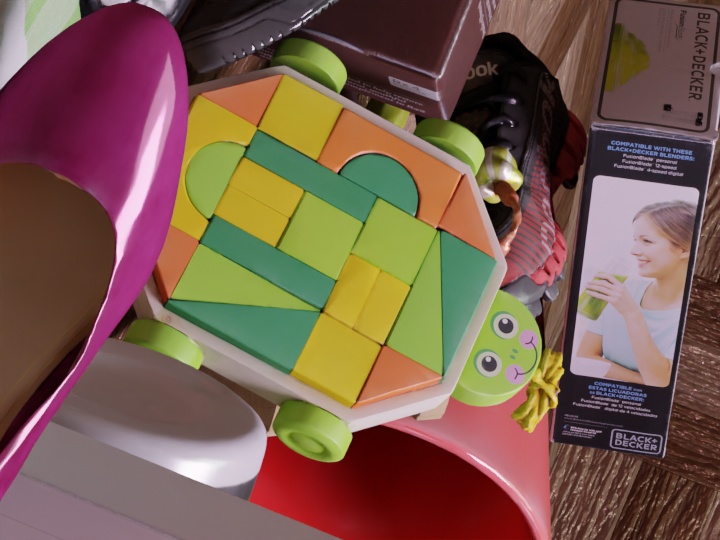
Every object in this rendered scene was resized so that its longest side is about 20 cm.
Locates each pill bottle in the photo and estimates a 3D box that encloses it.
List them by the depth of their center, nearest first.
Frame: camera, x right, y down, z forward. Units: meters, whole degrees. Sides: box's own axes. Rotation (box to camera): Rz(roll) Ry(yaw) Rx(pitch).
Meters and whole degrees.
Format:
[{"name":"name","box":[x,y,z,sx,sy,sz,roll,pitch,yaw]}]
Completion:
[{"name":"pill bottle","box":[-0.116,0.133,0.909,0.114,0.114,0.201,-31,140,-73]}]

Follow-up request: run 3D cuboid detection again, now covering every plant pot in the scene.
[{"name":"plant pot","box":[0.010,0.062,1.241,0.201,0.200,0.178,98,5,-49]}]

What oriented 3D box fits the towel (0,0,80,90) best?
[{"name":"towel","box":[-0.137,-0.029,0.710,0.149,0.031,0.200,104,12,-61]}]

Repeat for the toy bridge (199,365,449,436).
[{"name":"toy bridge","box":[-0.049,0.044,1.061,0.199,0.067,0.027,-2,118,-41]}]

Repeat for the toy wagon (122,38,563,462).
[{"name":"toy wagon","box":[0.000,0.000,1.010,0.156,0.199,0.040,-64,-174,-24]}]

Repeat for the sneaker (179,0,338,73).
[{"name":"sneaker","box":[-0.008,-0.172,1.004,0.199,0.104,0.060,-33,-172,-10]}]

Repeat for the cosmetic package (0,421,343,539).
[{"name":"cosmetic package","box":[-0.090,0.138,0.812,0.052,0.199,0.151,-44,154,-68]}]

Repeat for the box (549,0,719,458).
[{"name":"box","box":[0.137,-0.021,1.206,0.117,0.060,0.201,-75,171,-49]}]

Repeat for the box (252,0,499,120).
[{"name":"box","box":[0.029,-0.177,1.081,0.075,0.100,0.201,72,41,-73]}]

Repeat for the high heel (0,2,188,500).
[{"name":"high heel","box":[-0.104,0.021,0.690,0.096,0.067,0.201,-82,-164,-73]}]

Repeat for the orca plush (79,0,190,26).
[{"name":"orca plush","box":[-0.041,-0.154,0.849,0.105,0.071,0.200,89,24,-63]}]

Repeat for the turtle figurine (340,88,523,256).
[{"name":"turtle figurine","box":[-0.011,-0.046,1.131,0.064,0.200,0.162,36,48,-37]}]

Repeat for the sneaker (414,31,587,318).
[{"name":"sneaker","box":[0.059,-0.047,1.168,0.201,0.071,0.098,-72,142,-55]}]
